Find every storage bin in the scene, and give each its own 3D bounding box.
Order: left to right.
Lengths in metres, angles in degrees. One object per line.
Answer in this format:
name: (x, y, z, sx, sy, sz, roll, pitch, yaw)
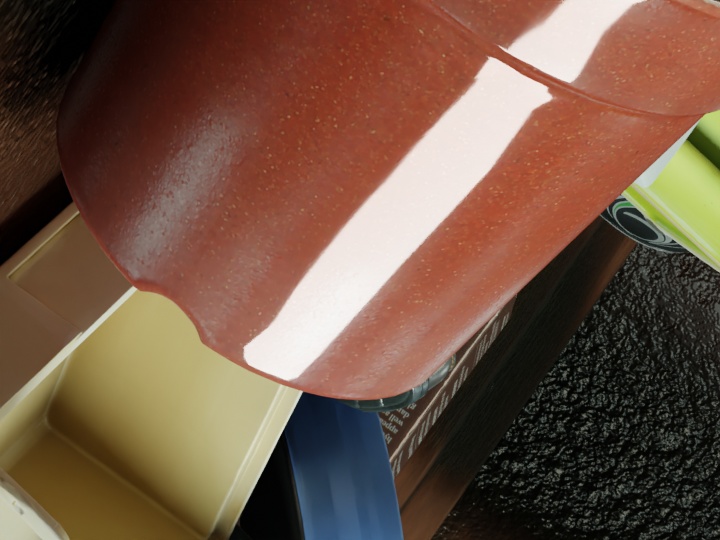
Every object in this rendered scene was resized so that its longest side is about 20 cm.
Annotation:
storage bin: (-0.104, 0.068, 1.055, 0.200, 0.094, 0.199, -46, 168, -46)

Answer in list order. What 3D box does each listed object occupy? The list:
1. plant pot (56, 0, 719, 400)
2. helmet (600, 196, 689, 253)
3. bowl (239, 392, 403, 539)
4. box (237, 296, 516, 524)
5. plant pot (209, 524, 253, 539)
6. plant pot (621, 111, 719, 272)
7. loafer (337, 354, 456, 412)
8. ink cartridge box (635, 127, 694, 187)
plant pot: (0.017, -0.078, 0.903, 0.195, 0.201, 0.201, -50, 175, 31)
helmet: (0.246, -0.115, 2.043, 0.200, 0.200, 0.191, -49, -174, -37)
bowl: (-0.017, 0.128, 1.236, 0.201, 0.039, 0.201, 174, -90, -80)
box: (-0.015, 0.064, 1.512, 0.200, 0.100, 0.075, -53, 171, -15)
plant pot: (-0.116, 0.200, 1.224, 0.200, 0.200, 0.196, -47, 160, -43)
plant pot: (0.189, -0.109, 1.499, 0.182, 0.200, 0.199, -48, -157, 2)
loafer: (0.000, 0.000, 1.171, 0.072, 0.073, 0.200, -23, -158, -14)
ink cartridge box: (0.076, -0.113, 1.183, 0.083, 0.146, 0.200, -54, 171, 2)
